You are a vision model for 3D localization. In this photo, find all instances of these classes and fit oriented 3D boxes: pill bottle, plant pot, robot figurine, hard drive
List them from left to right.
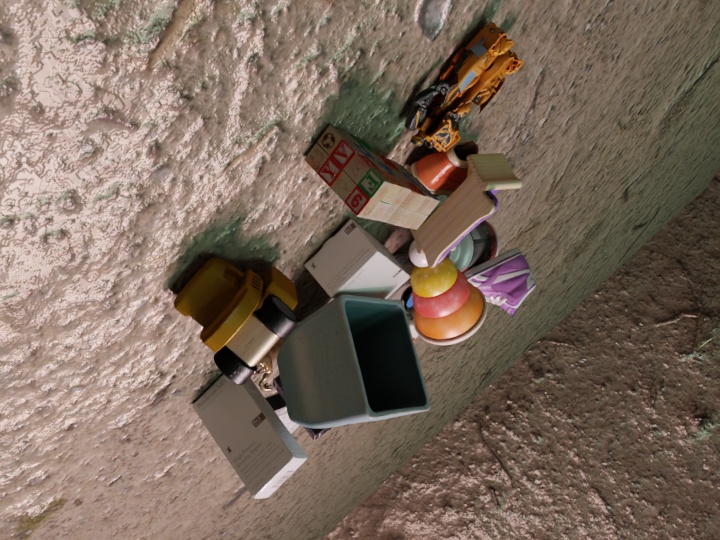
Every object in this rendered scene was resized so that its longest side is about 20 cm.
[{"bbox_3d":[-0.186,0.319,1.521,0.199,0.038,0.141,-10,139,-53],"label":"hard drive"},{"bbox_3d":[-0.030,0.173,1.222,0.198,0.200,0.194,-24,162,32],"label":"plant pot"},{"bbox_3d":[0.192,-0.048,1.426,0.199,0.111,0.111,-7,139,-55],"label":"pill bottle"},{"bbox_3d":[0.149,-0.260,1.055,0.201,0.058,0.144,-50,156,12],"label":"robot figurine"}]

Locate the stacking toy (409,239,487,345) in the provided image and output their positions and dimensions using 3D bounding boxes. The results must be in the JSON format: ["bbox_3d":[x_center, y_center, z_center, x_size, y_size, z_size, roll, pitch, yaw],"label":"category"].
[{"bbox_3d":[0.138,0.022,1.282,0.145,0.146,0.202,-38,130,-13],"label":"stacking toy"}]

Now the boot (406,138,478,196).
[{"bbox_3d":[0.173,-0.173,1.189,0.107,0.076,0.198,-35,167,37],"label":"boot"}]

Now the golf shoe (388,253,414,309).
[{"bbox_3d":[0.041,0.064,1.385,0.200,0.097,0.078,-43,159,3],"label":"golf shoe"}]

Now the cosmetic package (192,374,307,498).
[{"bbox_3d":[-0.191,0.277,1.223,0.102,0.200,0.074,-44,158,1],"label":"cosmetic package"}]

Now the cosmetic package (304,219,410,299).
[{"bbox_3d":[0.000,0.000,1.224,0.113,0.081,0.200,-44,159,8],"label":"cosmetic package"}]

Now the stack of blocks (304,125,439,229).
[{"bbox_3d":[0.022,-0.125,1.000,0.059,0.115,0.199,-49,158,16],"label":"stack of blocks"}]

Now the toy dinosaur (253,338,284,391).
[{"bbox_3d":[-0.172,0.158,1.266,0.199,0.058,0.103,-32,141,-42],"label":"toy dinosaur"}]

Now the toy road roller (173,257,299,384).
[{"bbox_3d":[-0.175,0.047,0.999,0.123,0.146,0.200,-46,-165,7],"label":"toy road roller"}]

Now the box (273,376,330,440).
[{"bbox_3d":[-0.058,0.228,1.441,0.198,0.143,0.036,-31,156,-26],"label":"box"}]

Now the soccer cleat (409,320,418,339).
[{"bbox_3d":[0.024,0.130,1.418,0.197,0.078,0.069,-22,137,15],"label":"soccer cleat"}]

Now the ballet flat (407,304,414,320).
[{"bbox_3d":[0.114,0.094,1.438,0.068,0.064,0.199,-52,-167,-27],"label":"ballet flat"}]

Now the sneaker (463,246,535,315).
[{"bbox_3d":[0.250,0.047,1.407,0.198,0.116,0.073,-27,169,8],"label":"sneaker"}]

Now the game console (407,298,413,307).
[{"bbox_3d":[0.130,0.080,1.547,0.201,0.173,0.118,83,29,-63],"label":"game console"}]

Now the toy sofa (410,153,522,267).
[{"bbox_3d":[0.169,-0.092,1.152,0.082,0.099,0.200,-8,155,-35],"label":"toy sofa"}]
